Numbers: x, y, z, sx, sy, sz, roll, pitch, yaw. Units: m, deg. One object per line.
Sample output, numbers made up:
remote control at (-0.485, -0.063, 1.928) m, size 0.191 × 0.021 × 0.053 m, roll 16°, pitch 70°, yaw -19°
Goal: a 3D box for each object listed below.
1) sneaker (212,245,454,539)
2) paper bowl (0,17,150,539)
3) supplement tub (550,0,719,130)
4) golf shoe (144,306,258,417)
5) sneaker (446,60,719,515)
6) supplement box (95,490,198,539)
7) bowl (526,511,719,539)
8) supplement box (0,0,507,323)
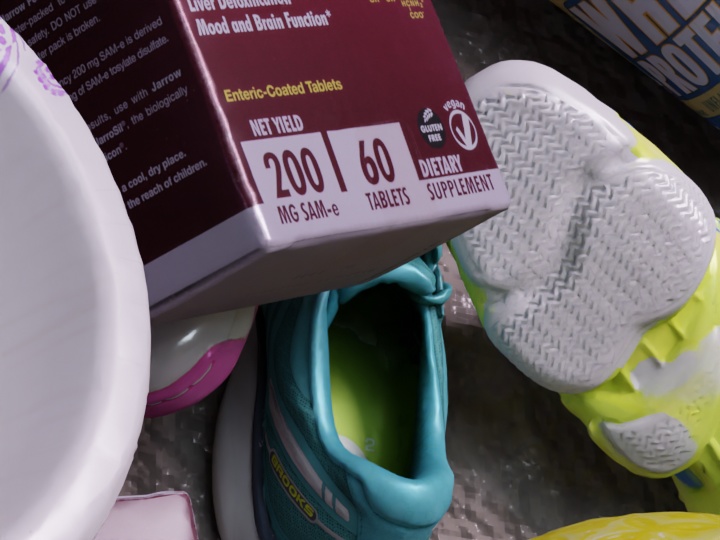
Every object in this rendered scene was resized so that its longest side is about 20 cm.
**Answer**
sneaker at (0.000, 0.000, 0.794) m, size 0.077 × 0.080 × 0.201 m, roll 8°, pitch 60°, yaw -26°
paper bowl at (-0.155, 0.015, 0.589) m, size 0.200 × 0.104 × 0.202 m, roll 17°, pitch 53°, yaw -24°
supplement tub at (0.114, -0.143, 0.895) m, size 0.200 × 0.145 × 0.145 m, roll 36°, pitch 52°, yaw -7°
golf shoe at (-0.078, -0.055, 0.767) m, size 0.092 × 0.075 × 0.201 m, roll 42°, pitch 32°, yaw -54°
sneaker at (0.088, 0.007, 0.830) m, size 0.200 × 0.076 × 0.105 m, roll 53°, pitch 14°, yaw -20°
supplement box at (-0.082, 0.161, 0.671) m, size 0.108 × 0.061 × 0.201 m, roll 0°, pitch 65°, yaw -29°
bowl at (0.038, 0.149, 0.700) m, size 0.107 × 0.201 × 0.200 m, roll 14°, pitch 45°, yaw 29°
supplement box at (-0.046, -0.093, 0.699) m, size 0.109 × 0.061 × 0.201 m, roll -11°, pitch 77°, yaw -53°
